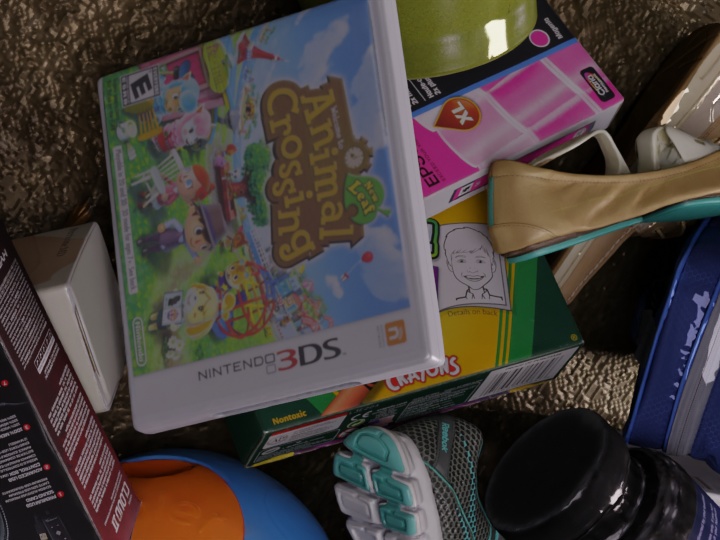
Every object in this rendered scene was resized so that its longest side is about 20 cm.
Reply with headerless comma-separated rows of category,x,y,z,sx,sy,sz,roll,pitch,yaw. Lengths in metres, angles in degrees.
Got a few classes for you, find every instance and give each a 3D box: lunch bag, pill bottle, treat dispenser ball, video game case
lunch bag,0.227,0.041,1.246,0.132,0.200,0.137,21,105,9
pill bottle,0.163,0.172,1.180,0.112,0.112,0.200,-44,115,0
treat dispenser ball,-0.105,0.204,1.195,0.200,0.201,0.202,-4,105,-13
video game case,-0.052,-0.030,1.097,0.181,0.022,0.201,-14,74,26

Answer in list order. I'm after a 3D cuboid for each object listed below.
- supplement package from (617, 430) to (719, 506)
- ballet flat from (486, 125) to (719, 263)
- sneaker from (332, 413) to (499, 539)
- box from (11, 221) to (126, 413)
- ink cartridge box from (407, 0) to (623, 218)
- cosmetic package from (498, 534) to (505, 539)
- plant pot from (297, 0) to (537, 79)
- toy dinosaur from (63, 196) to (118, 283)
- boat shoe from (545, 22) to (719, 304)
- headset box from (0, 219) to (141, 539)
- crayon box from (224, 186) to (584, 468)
supplement package,0.162,0.212,1.314,0.113,0.110,0.201,11,101,-17
ballet flat,0.158,-0.053,1.186,0.199,0.069,0.063,-12,88,-31
sneaker,0.046,0.172,1.176,0.091,0.077,0.201,-23,117,-40
box,-0.233,0.043,1.145,0.199,0.095,0.078,-12,113,8
ink cartridge box,0.047,-0.088,1.189,0.199,0.037,0.095,-28,71,-26
cosmetic package,0.046,0.253,1.257,0.200,0.102,0.074,-43,149,27
plant pot,0.023,-0.215,1.137,0.199,0.201,0.194,-14,119,-10
toy dinosaur,-0.136,0.019,1.214,0.106,0.060,0.200,37,93,-21
boat shoe,0.180,-0.053,1.269,0.069,0.074,0.200,37,92,-14
headset box,-0.215,0.095,1.075,0.148,0.077,0.201,-19,112,12
crayon box,0.000,0.000,1.178,0.199,0.058,0.173,-14,69,-23
